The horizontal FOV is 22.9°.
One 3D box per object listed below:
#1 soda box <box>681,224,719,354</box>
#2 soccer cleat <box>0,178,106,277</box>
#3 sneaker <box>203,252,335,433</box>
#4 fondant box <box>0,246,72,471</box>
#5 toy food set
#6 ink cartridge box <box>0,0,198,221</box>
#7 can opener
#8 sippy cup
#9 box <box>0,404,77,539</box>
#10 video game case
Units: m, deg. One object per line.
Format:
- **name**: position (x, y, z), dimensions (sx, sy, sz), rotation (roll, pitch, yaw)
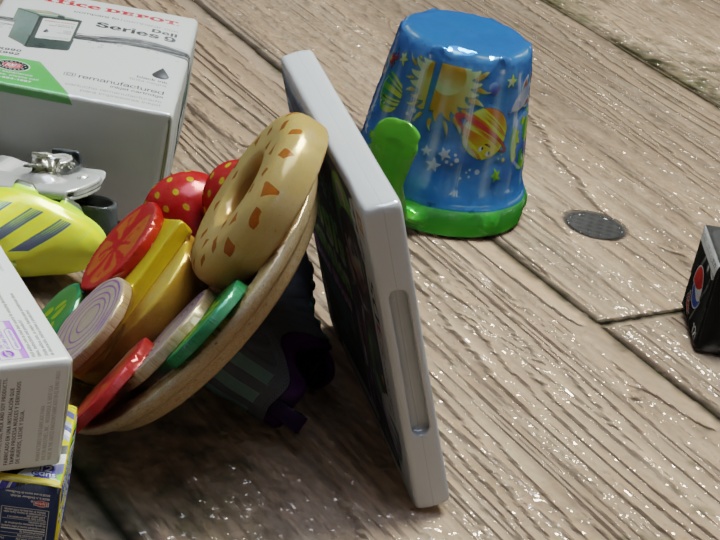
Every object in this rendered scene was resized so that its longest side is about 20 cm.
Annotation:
- **soda box**: position (0.319, 0.028, 1.174), dimensions (0.198, 0.064, 0.071), rotation (10, 26, -4)
- **soccer cleat**: position (-0.249, -0.013, 1.040), dimensions (0.198, 0.065, 0.084), rotation (9, 55, -15)
- **sneaker**: position (-0.051, 0.031, 1.032), dimensions (0.087, 0.075, 0.200), rotation (37, 27, -6)
- **fondant box**: position (-0.245, 0.034, 0.780), dimensions (0.199, 0.059, 0.144), rotation (-3, 30, -29)
- **toy food set**: position (-0.097, 0.004, 0.925), dimensions (0.049, 0.199, 0.200), rotation (42, -16, -23)
- **ink cartridge box**: position (-0.195, -0.119, 1.225), dimensions (0.145, 0.085, 0.200), rotation (10, 25, -5)
- **can opener**: position (-0.250, -0.053, 1.110), dimensions (0.198, 0.067, 0.053), rotation (9, 22, 15)
- **sippy cup**: position (0.064, -0.111, 1.268), dimensions (0.138, 0.131, 0.178), rotation (5, 27, -12)
- **box**: position (-0.234, 0.091, 0.809), dimensions (0.198, 0.065, 0.070), rotation (9, 26, -7)
- **video game case**: position (0.000, 0.000, 0.964), dimensions (0.023, 0.183, 0.200), rotation (-14, 31, -7)
